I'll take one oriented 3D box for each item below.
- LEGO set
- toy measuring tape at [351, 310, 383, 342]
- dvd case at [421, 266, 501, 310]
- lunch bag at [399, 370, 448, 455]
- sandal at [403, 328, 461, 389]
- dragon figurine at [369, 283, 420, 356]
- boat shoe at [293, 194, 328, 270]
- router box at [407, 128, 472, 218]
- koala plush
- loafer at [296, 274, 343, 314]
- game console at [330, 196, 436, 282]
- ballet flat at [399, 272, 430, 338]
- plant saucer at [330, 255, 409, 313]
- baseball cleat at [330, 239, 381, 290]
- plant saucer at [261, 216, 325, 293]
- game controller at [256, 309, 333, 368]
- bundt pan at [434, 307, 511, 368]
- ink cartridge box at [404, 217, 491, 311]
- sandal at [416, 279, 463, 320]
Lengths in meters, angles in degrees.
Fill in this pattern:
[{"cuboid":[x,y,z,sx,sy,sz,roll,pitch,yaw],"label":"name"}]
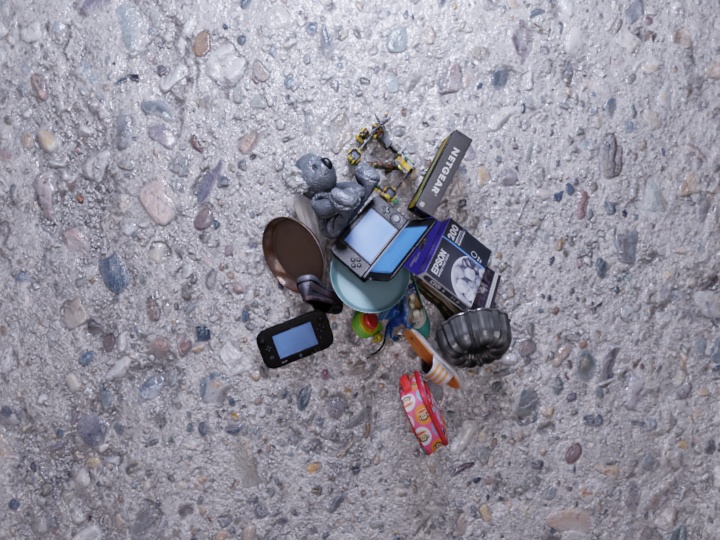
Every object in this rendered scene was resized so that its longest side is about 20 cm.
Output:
[{"cuboid":[0.058,-0.274,1.320,0.152,0.116,0.202,-38,94,0],"label":"LEGO set"},{"cuboid":[-0.010,0.106,1.361,0.073,0.074,0.203,-36,94,0],"label":"toy measuring tape"},{"cuboid":[0.261,0.021,1.356,0.196,0.016,0.151,31,55,-4],"label":"dvd case"},{"cuboid":[0.147,0.338,1.320,0.080,0.200,0.181,-27,95,4],"label":"lunch bag"},{"cuboid":[0.172,0.241,1.371,0.207,0.079,0.059,46,61,2],"label":"sandal"},{"cuboid":[0.082,0.120,1.326,0.199,0.058,0.101,-43,79,20],"label":"dragon figurine"},{"cuboid":[-0.112,-0.098,1.353,0.066,0.072,0.207,-19,86,-2],"label":"boat shoe"},{"cuboid":[0.191,-0.231,1.310,0.051,0.157,0.205,28,91,-4],"label":"router box"},{"cuboid":[-0.088,-0.198,1.281,0.198,0.178,0.185,39,135,0],"label":"koala plush"},{"cuboid":[-0.098,0.078,1.300,0.070,0.200,0.065,-19,60,16],"label":"loafer"},{"cuboid":[0.052,-0.082,1.248,0.174,0.117,0.201,39,68,8],"label":"game console"},{"cuboid":[0.130,0.086,1.368,0.065,0.070,0.207,-19,94,2],"label":"ballet flat"},{"cuboid":[0.022,0.010,1.285,0.191,0.028,0.208,2,66,-4],"label":"plant saucer"},{"cuboid":[0.000,0.000,1.339,0.103,0.070,0.206,-21,74,-2],"label":"baseball cleat"},{"cuboid":[-0.161,-0.042,1.320,0.194,0.034,0.207,18,124,27],"label":"plant saucer"},{"cuboid":[-0.168,0.178,1.375,0.193,0.042,0.108,-21,94,-1],"label":"game controller"},{"cuboid":[0.284,0.178,1.314,0.193,0.205,0.078,-6,54,-2],"label":"bundt pan"},{"cuboid":[0.220,-0.032,1.326,0.197,0.044,0.201,35,54,-4],"label":"ink cartridge box"},{"cuboid":[0.229,0.084,1.378,0.200,0.080,0.054,45,69,0],"label":"sandal"}]
